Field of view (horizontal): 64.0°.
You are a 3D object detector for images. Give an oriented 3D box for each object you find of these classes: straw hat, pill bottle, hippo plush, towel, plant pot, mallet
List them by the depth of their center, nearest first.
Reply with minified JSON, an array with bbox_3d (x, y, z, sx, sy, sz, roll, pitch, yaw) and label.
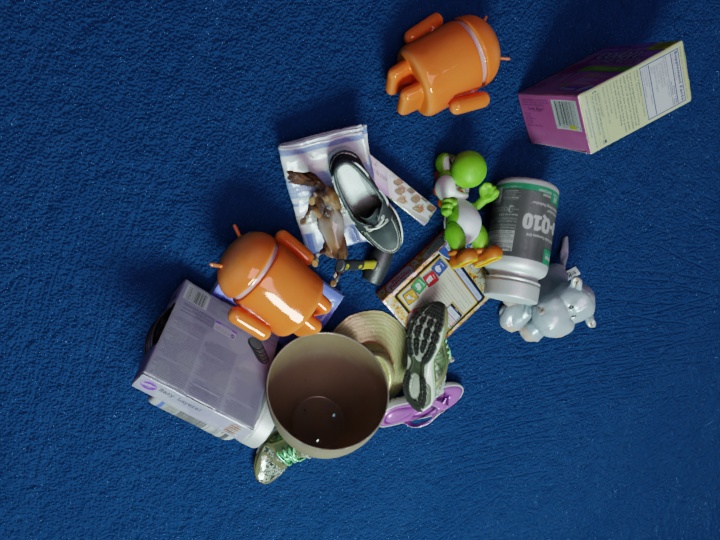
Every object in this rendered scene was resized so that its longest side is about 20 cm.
[{"bbox_3d":[-0.043,-0.126,0.935,0.144,0.024,0.203,-12,120,0],"label":"towel"},{"bbox_3d":[0.000,0.000,0.941,0.041,0.199,0.067,26,107,18],"label":"mallet"},{"bbox_3d":[-0.061,0.225,0.955,0.196,0.203,0.136,-3,142,-15],"label":"plant pot"},{"bbox_3d":[-0.238,0.209,0.959,0.199,0.114,0.115,35,95,-23],"label":"pill bottle"},{"bbox_3d":[0.276,-0.049,1.004,0.111,0.113,0.205,13,84,-20],"label":"pill bottle"},{"bbox_3d":[0.022,0.184,1.044,0.197,0.085,0.206,-5,108,-16],"label":"straw hat"},{"bbox_3d":[0.370,0.070,1.073,0.198,0.161,0.161,-30,112,-5],"label":"hippo plush"}]

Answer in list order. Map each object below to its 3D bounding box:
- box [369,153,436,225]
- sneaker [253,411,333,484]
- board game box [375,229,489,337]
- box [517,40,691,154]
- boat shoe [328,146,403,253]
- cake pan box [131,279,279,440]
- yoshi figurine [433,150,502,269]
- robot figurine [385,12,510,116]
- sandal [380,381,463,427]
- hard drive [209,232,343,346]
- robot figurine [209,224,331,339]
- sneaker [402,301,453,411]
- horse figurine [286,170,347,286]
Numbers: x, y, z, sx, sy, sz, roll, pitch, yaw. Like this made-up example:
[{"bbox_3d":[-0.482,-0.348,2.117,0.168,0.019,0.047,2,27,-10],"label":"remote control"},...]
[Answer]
[{"bbox_3d":[0.043,-0.149,0.973,0.198,0.041,0.039,35,96,-24],"label":"box"},{"bbox_3d":[-0.119,0.316,1.041,0.077,0.089,0.201,41,93,-23],"label":"sneaker"},{"bbox_3d":[0.148,0.033,1.057,0.199,0.046,0.152,-42,114,-1],"label":"board game box"},{"bbox_3d":[0.400,-0.291,0.962,0.197,0.176,0.098,-27,113,-6],"label":"box"},{"bbox_3d":[0.010,-0.097,0.908,0.075,0.061,0.201,-32,118,12],"label":"boat shoe"},{"bbox_3d":[-0.232,0.134,0.891,0.198,0.186,0.052,34,128,-24],"label":"cake pan box"},{"bbox_3d":[0.178,-0.112,0.953,0.110,0.112,0.204,-15,76,11],"label":"yoshi figurine"},{"bbox_3d":[0.137,-0.321,0.907,0.198,0.144,0.118,-30,135,-6],"label":"robot figurine"},{"bbox_3d":[0.119,0.270,1.101,0.199,0.050,0.084,-10,132,-26],"label":"sandal"},{"bbox_3d":[-0.143,0.045,0.985,0.198,0.025,0.133,34,95,-23],"label":"hard drive"},{"bbox_3d":[-0.137,0.020,0.896,0.199,0.117,0.144,41,97,-24],"label":"robot figurine"},{"bbox_3d":[0.132,0.148,1.033,0.087,0.076,0.204,-9,115,-41],"label":"sneaker"},{"bbox_3d":[-0.055,-0.069,0.898,0.049,0.133,0.204,-10,110,17],"label":"horse figurine"}]
